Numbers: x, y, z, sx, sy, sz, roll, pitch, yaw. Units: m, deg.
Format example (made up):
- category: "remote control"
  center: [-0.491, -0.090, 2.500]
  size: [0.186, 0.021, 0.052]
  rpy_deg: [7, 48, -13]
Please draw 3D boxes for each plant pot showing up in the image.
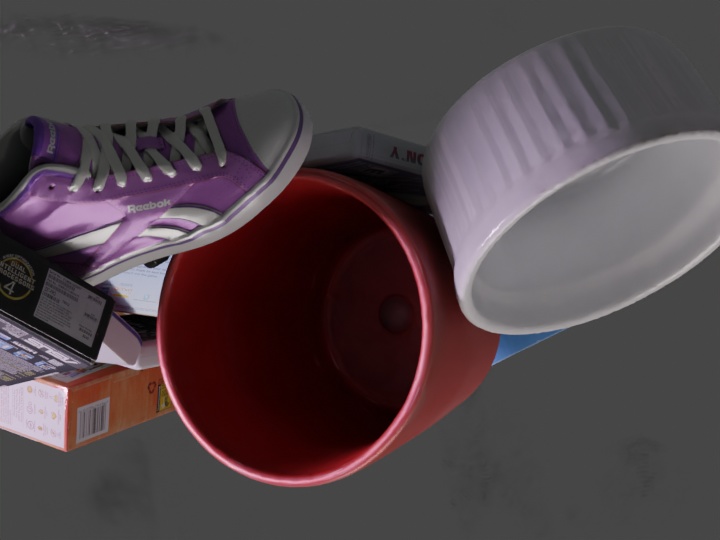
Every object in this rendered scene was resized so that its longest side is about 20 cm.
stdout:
- category: "plant pot"
  center: [-0.005, 0.033, 1.120]
  size: [0.200, 0.202, 0.177]
  rpy_deg: [-13, 175, 27]

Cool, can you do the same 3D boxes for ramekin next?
- category: "ramekin"
  center: [0.133, -0.056, 1.035]
  size: [0.200, 0.098, 0.201]
  rpy_deg: [-19, 152, -11]

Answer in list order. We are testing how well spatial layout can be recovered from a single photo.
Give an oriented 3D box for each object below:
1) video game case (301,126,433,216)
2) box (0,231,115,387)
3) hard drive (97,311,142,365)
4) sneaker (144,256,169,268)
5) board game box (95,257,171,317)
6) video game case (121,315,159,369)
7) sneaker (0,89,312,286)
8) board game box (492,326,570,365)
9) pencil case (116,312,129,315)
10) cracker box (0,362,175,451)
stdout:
- category: "video game case"
  center: [-0.005, -0.057, 1.163]
  size: [0.182, 0.023, 0.199]
  rpy_deg: [12, 167, -42]
- category: "box"
  center: [-0.264, 0.005, 0.969]
  size: [0.200, 0.049, 0.161]
  rpy_deg: [32, 147, -32]
- category: "hard drive"
  center: [-0.269, 0.021, 1.204]
  size: [0.199, 0.025, 0.132]
  rpy_deg: [4, 153, 29]
- category: "sneaker"
  center: [-0.202, -0.025, 1.065]
  size: [0.199, 0.088, 0.074]
  rpy_deg: [-9, 175, -19]
- category: "board game box"
  center: [-0.089, -0.003, 1.216]
  size: [0.199, 0.019, 0.103]
  rpy_deg: [9, 130, -27]
- category: "video game case"
  center: [-0.158, 0.043, 1.373]
  size: [0.181, 0.023, 0.200]
  rpy_deg: [-8, -168, -40]
- category: "sneaker"
  center: [-0.129, -0.059, 0.962]
  size: [0.200, 0.073, 0.114]
  rpy_deg: [-29, 145, 5]
- category: "board game box"
  center: [0.150, 0.002, 1.315]
  size: [0.200, 0.056, 0.196]
  rpy_deg: [-31, -178, 42]
- category: "pencil case"
  center: [-0.136, -0.015, 1.270]
  size: [0.199, 0.087, 0.083]
  rpy_deg: [-6, -171, -19]
- category: "cracker box"
  center: [-0.267, 0.082, 1.399]
  size: [0.199, 0.058, 0.134]
  rpy_deg: [15, -161, 32]
